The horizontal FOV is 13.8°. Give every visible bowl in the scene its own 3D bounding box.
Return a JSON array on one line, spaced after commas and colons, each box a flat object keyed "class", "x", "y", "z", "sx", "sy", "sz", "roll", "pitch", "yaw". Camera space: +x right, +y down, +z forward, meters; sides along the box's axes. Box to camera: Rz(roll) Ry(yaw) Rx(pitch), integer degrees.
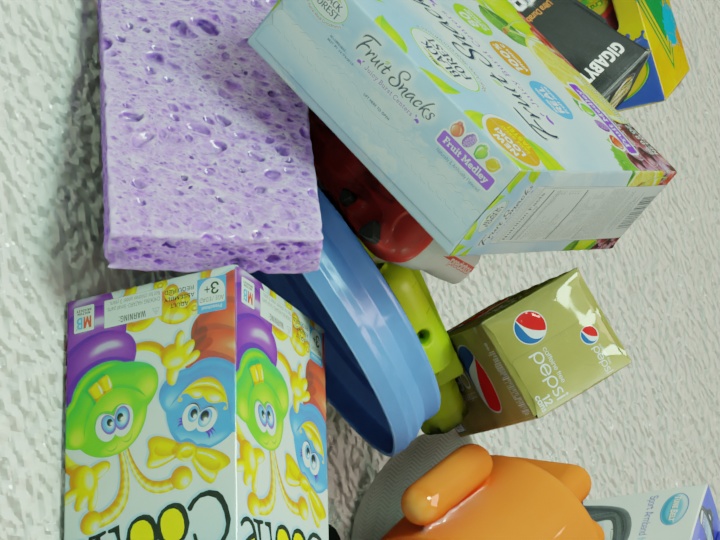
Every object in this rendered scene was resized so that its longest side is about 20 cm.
[{"class": "bowl", "x": -0.023, "y": 0.011, "z": 1.658, "sx": 0.201, "sy": 0.039, "sz": 0.201, "roll": 54, "pitch": -10, "yaw": 14}]

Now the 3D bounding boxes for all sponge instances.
[{"class": "sponge", "x": -0.082, "y": -0.080, "z": 1.583, "sx": 0.030, "sy": 0.111, "sz": 0.200, "roll": 102, "pitch": -13, "yaw": -46}]

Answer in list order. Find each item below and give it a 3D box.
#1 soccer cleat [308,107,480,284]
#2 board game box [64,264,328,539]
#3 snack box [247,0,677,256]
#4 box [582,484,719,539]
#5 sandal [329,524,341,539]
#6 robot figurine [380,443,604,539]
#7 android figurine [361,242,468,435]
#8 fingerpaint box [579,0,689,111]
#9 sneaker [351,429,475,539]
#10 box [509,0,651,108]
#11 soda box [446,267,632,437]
[{"class": "soccer cleat", "x": -0.001, "y": -0.066, "z": 1.652, "sx": 0.085, "sy": 0.069, "sz": 0.200, "roll": 35, "pitch": 13, "yaw": -49}, {"class": "board game box", "x": -0.084, "y": 0.115, "z": 1.532, "sx": 0.103, "sy": 0.105, "sz": 0.200, "roll": 39, "pitch": 44, "yaw": -56}, {"class": "snack box", "x": 0.059, "y": -0.087, "z": 1.604, "sx": 0.169, "sy": 0.068, "sz": 0.200, "roll": 47, "pitch": 23, "yaw": 19}, {"class": "box", "x": 0.145, "y": 0.191, "z": 1.904, "sx": 0.119, "sy": 0.200, "sz": 0.042, "roll": -62, "pitch": 135, "yaw": -57}, {"class": "sandal", "x": -0.037, "y": 0.179, "z": 1.686, "sx": 0.200, "sy": 0.045, "sz": 0.075, "roll": -16, "pitch": 96, "yaw": -67}, {"class": "robot figurine", "x": 0.064, "y": 0.185, "z": 1.711, "sx": 0.117, "sy": 0.144, "sz": 0.200, "roll": 38, "pitch": 46, "yaw": 12}, {"class": "android figurine", "x": 0.000, "y": 0.000, "z": 1.747, "sx": 0.200, "sy": 0.041, "sz": 0.182, "roll": 65, "pitch": -12, "yaw": -26}, {"class": "fingerpaint box", "x": 0.095, "y": -0.177, "z": 1.968, "sx": 0.073, "sy": 0.200, "sz": 0.167, "roll": -47, "pitch": 123, "yaw": -61}, {"class": "sneaker", "x": 0.043, "y": 0.205, "z": 1.838, "sx": 0.116, "sy": 0.074, "sz": 0.200, "roll": 59, "pitch": 39, "yaw": -42}, {"class": "box", "x": 0.046, "y": -0.132, "z": 1.785, "sx": 0.200, "sy": 0.198, "sz": 0.050, "roll": -42, "pitch": 162, "yaw": -48}, {"class": "soda box", "x": 0.091, "y": 0.050, "z": 1.745, "sx": 0.064, "sy": 0.068, "sz": 0.200, "roll": 60, "pitch": -12, "yaw": -1}]
